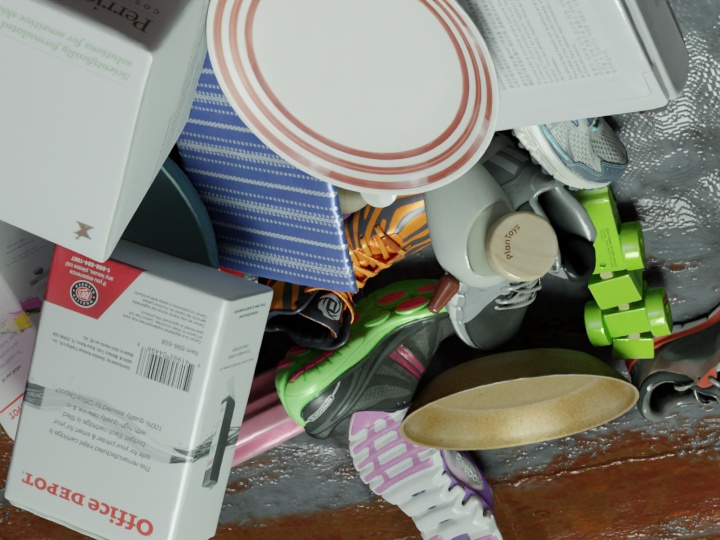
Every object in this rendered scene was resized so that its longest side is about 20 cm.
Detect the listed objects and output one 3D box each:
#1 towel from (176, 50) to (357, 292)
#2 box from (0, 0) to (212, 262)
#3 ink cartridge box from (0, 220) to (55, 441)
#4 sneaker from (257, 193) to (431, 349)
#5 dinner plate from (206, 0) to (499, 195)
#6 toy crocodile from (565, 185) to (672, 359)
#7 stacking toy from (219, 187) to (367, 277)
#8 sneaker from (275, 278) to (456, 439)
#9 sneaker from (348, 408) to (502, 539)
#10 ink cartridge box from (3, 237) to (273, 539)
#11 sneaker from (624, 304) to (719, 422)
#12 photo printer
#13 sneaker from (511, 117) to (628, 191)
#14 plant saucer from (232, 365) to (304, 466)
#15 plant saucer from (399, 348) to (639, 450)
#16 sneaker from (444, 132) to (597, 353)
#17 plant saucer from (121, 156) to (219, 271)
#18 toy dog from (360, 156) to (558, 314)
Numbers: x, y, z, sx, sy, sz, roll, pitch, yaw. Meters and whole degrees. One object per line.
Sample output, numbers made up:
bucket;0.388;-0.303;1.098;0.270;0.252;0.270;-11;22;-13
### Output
towel;-0.075;-0.082;1.284;0.145;0.024;0.200;12;126;35
box;-0.211;-0.154;1.163;0.199;0.171;0.200;23;136;1
ink cartridge box;-0.264;0.054;1.416;0.116;0.067;0.200;-34;88;46
sneaker;0.000;0.000;1.377;0.200;0.112;0.078;-30;123;31
dinner plate;-0.004;-0.132;1.129;0.200;0.024;0.200;15;135;16
toy crocodile;0.201;0.002;1.407;0.067;0.062;0.200;-12;130;19
stacking toy;-0.076;-0.039;1.374;0.085;0.085;0.200;29;136;-23
sneaker;0.021;0.069;1.427;0.200;0.077;0.084;-28;119;-20
sneaker;0.060;0.175;1.591;0.080;0.088;0.200;-24;117;26
ink cartridge box;-0.163;0.091;1.286;0.144;0.084;0.200;18;101;20
sneaker;0.309;0.073;1.448;0.200;0.082;0.077;-31;126;33
photo printer;0.089;-0.165;1.123;0.200;0.069;0.166;-6;133;32
sneaker;0.140;-0.133;1.249;0.086;0.078;0.200;-29;127;28
plant saucer;-0.091;0.125;1.506;0.200;0.201;0.051;-31;82;33
plant saucer;0.129;0.104;1.466;0.200;0.035;0.200;-7;159;-3
sneaker;0.126;0.001;1.344;0.115;0.075;0.200;30;140;37
plant saucer;-0.178;-0.036;1.364;0.200;0.036;0.200;24;133;29
toy dog;0.044;-0.050;1.245;0.200;0.096;0.132;46;168;13
